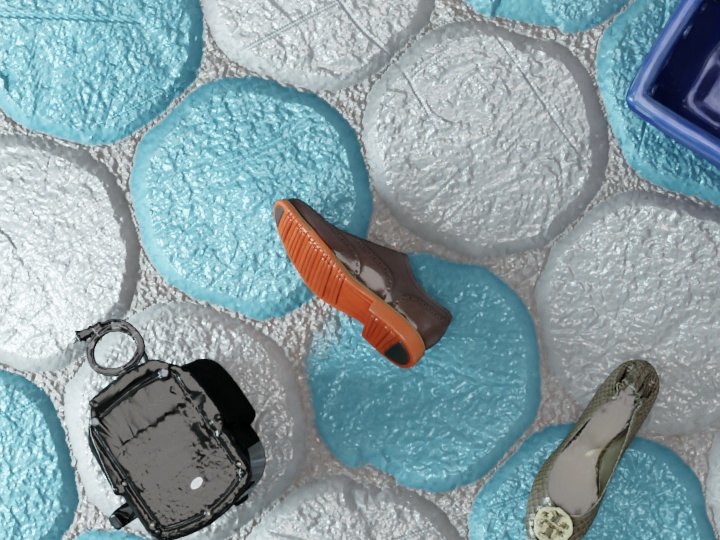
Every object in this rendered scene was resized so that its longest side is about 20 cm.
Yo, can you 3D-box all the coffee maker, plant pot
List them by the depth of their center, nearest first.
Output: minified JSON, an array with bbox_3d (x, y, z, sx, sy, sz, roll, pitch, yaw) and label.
[{"bbox_3d":[0.361,-0.173,1.662,0.199,0.180,0.201,32,91,5],"label":"plant pot"},{"bbox_3d":[-0.164,0.132,1.680,0.134,0.200,0.193,-11,89,2],"label":"coffee maker"}]

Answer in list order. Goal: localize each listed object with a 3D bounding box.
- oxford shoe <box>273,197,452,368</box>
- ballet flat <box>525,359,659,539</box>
[{"bbox_3d":[0.000,0.000,1.751,0.072,0.071,0.200,-40,81,-27],"label":"oxford shoe"},{"bbox_3d":[0.213,0.170,1.725,0.067,0.046,0.201,33,90,6],"label":"ballet flat"}]
